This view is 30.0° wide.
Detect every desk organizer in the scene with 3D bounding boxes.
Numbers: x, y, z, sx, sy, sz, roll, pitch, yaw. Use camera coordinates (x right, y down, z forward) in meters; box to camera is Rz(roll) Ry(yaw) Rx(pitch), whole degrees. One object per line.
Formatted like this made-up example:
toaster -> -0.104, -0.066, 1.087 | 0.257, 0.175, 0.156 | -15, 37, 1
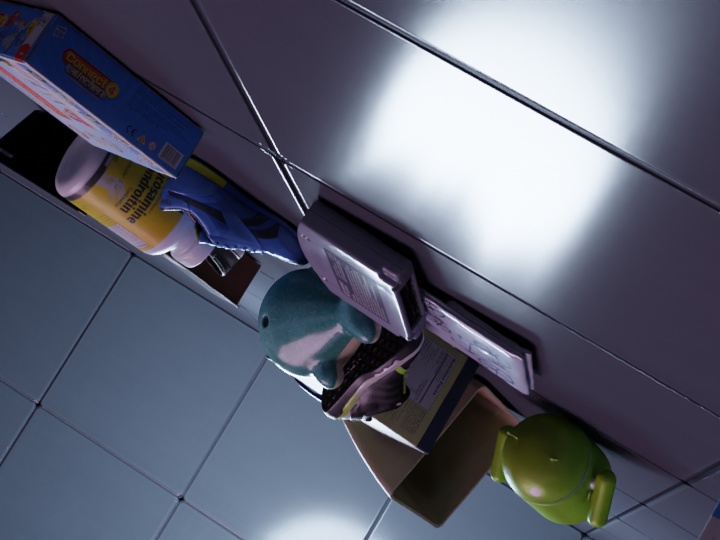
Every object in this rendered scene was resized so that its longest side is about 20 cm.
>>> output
desk organizer -> -0.247, -0.027, 2.096 | 0.071, 0.078, 0.200 | 25, 170, 39

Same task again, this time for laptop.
laptop -> -0.419, -0.144, 1.957 | 0.176, 0.104, 0.200 | 32, 172, 6

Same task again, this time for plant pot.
plant pot -> 0.086, 0.221, 1.947 | 0.177, 0.200, 0.200 | 40, 178, 34

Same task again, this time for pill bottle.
pill bottle -> -0.266, -0.090, 1.650 | 0.199, 0.113, 0.112 | 36, 171, -30

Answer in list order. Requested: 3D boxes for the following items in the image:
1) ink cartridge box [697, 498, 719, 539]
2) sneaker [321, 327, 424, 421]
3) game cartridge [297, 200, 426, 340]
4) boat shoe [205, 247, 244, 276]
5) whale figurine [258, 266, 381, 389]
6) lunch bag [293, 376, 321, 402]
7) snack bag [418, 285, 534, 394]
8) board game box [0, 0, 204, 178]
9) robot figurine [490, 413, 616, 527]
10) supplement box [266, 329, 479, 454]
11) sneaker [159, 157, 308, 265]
ink cartridge box -> 0.408, 0.353, 1.401 | 0.128, 0.201, 0.125 | 25, 170, 41
sneaker -> 0.030, 0.119, 1.580 | 0.082, 0.072, 0.200 | 20, 140, -24
game cartridge -> 0.000, 0.000, 1.368 | 0.133, 0.042, 0.200 | 38, 169, 18
boat shoe -> -0.251, -0.054, 1.983 | 0.070, 0.067, 0.200 | 25, 169, 42
whale figurine -> -0.049, 0.055, 1.542 | 0.103, 0.161, 0.199 | 4, 170, -29
lunch bag -> -0.043, 0.145, 2.153 | 0.199, 0.133, 0.136 | 28, 172, 29
snack bag -> 0.104, 0.060, 1.460 | 0.199, 0.022, 0.189 | 33, 172, 17
board game box -> -0.283, -0.185, 1.339 | 0.200, 0.056, 0.195 | 39, 170, -39
robot figurine -> 0.251, 0.253, 1.715 | 0.174, 0.117, 0.200 | 24, 168, 35
supplement box -> 0.013, 0.119, 1.756 | 0.199, 0.135, 0.200 | 35, 172, -16
sneaker -> -0.145, -0.049, 1.563 | 0.199, 0.079, 0.066 | 34, 170, -24
